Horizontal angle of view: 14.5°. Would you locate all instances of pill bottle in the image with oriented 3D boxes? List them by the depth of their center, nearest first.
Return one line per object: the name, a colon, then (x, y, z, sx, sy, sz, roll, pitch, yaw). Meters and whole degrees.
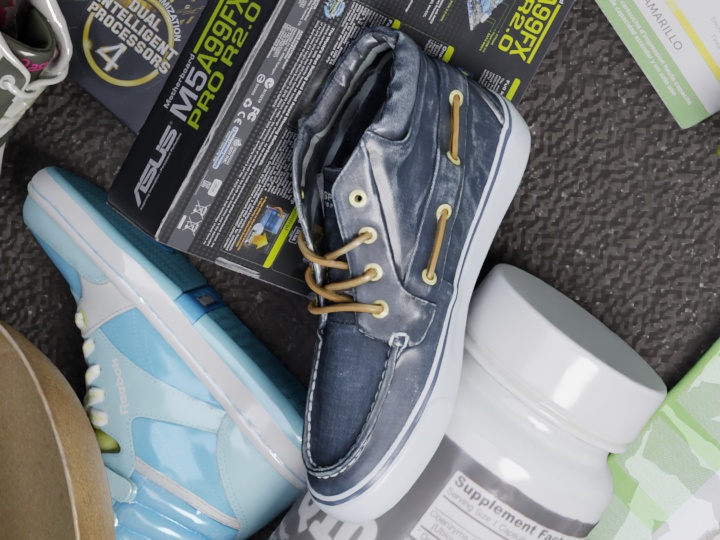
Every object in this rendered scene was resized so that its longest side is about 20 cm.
pill bottle: (0.039, 0.104, 1.248, 0.113, 0.113, 0.200, 38, 101, 12)

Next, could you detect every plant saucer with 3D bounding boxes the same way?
plant saucer: (-0.160, 0.111, 1.297, 0.200, 0.035, 0.201, 17, 111, 55)

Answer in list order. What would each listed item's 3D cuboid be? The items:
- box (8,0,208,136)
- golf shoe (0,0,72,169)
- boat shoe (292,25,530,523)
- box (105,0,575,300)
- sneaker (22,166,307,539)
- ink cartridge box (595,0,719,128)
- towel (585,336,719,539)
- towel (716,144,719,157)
box: (-0.120, -0.182, 1.326, 0.200, 0.049, 0.161, 41, 96, 11)
golf shoe: (-0.179, -0.085, 1.289, 0.088, 0.077, 0.201, 21, 129, 24)
boat shoe: (0.000, 0.000, 1.191, 0.071, 0.091, 0.201, 1, 67, 46)
box: (-0.001, -0.086, 1.239, 0.044, 0.160, 0.200, 36, 101, 43)
sneaker: (-0.115, 0.057, 1.310, 0.131, 0.080, 0.200, -45, 78, 10)
ink cartridge box: (0.184, -0.171, 1.205, 0.200, 0.048, 0.146, -30, 101, 28)
towel: (0.202, 0.128, 1.251, 0.200, 0.031, 0.149, 45, 100, 11)
towel: (0.260, -0.089, 1.201, 0.143, 0.023, 0.200, 36, 103, -25)
